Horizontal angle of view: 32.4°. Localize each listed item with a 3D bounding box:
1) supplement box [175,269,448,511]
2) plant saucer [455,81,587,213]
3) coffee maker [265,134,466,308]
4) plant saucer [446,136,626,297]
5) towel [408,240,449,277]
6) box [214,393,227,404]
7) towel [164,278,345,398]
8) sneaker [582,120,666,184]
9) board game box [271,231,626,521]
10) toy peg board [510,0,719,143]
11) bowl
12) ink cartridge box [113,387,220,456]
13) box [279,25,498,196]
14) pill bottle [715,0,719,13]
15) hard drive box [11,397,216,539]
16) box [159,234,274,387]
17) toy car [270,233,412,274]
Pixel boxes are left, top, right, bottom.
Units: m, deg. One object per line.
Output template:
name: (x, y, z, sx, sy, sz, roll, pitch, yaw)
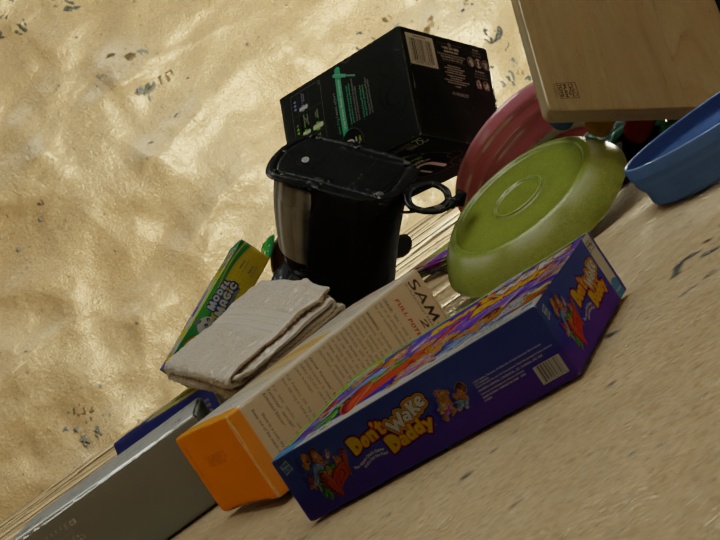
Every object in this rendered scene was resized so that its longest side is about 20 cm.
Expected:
supplement box: (-0.031, 0.094, 0.956, 0.199, 0.074, 0.126, -37, 3, -29)
plant saucer: (0.193, -0.117, 1.324, 0.199, 0.051, 0.202, -29, -33, -21)
coffee maker: (-0.009, -0.008, 1.232, 0.134, 0.191, 0.202, -25, -48, -38)
plant saucer: (0.152, -0.059, 1.137, 0.199, 0.031, 0.201, -36, 21, 16)
towel: (0.143, -0.036, 1.647, 0.143, 0.023, 0.200, -35, 3, -18)
box: (-0.106, 0.119, 1.263, 0.077, 0.096, 0.200, -35, 4, -9)
towel: (-0.100, 0.059, 1.117, 0.132, 0.035, 0.199, -41, 17, -21)
sneaker: (0.228, -0.103, 1.233, 0.199, 0.078, 0.091, -38, 8, -16)
board game box: (0.055, 0.063, 0.745, 0.199, 0.045, 0.134, -34, 3, 29)
toy peg board: (0.238, -0.204, 1.183, 0.196, 0.202, 0.098, -3, -31, -11)
bowl: (0.298, -0.118, 0.957, 0.199, 0.040, 0.201, -35, 3, 2)
ink cartridge box: (-0.206, 0.167, 1.491, 0.197, 0.047, 0.200, -32, 1, 35)
box: (0.032, -0.159, 1.352, 0.147, 0.126, 0.199, 4, -20, -44)
pill bottle: (0.377, -0.235, 1.241, 0.111, 0.113, 0.199, -36, 4, -37)
hard drive box: (-0.207, 0.208, 1.119, 0.199, 0.077, 0.156, -36, 3, -4)
box: (-0.169, 0.042, 1.481, 0.202, 0.048, 0.117, -59, 8, -12)
toy car: (0.000, 0.000, 1.448, 0.156, 0.167, 0.199, 7, 4, -33)
